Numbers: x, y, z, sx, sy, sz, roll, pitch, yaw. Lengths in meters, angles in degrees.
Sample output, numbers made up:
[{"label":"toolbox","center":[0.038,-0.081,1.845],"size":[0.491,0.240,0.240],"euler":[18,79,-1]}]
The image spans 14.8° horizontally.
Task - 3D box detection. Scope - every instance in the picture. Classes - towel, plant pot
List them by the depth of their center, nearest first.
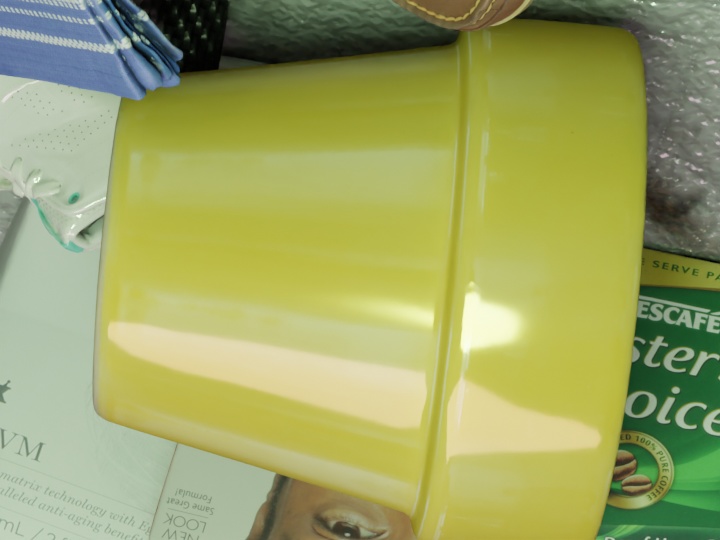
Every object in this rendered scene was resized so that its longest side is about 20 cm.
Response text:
[{"label":"towel","center":[-0.148,-0.146,0.977],"size":[0.145,0.024,0.200],"euler":[13,140,56]},{"label":"plant pot","center":[0.000,0.000,1.039],"size":[0.189,0.201,0.201],"euler":[6,150,-2]}]

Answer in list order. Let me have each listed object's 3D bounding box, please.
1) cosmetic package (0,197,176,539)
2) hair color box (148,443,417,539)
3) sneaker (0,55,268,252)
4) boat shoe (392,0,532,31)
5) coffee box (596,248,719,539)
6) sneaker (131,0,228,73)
[{"label":"cosmetic package","center":[-0.086,0.079,1.240],"size":[0.199,0.200,0.123],"euler":[21,147,-10]},{"label":"hair color box","center":[-0.012,0.053,1.160],"size":[0.111,0.200,0.064],"euler":[15,150,1]},{"label":"sneaker","center":[-0.123,-0.046,1.160],"size":[0.200,0.089,0.075],"euler":[3,149,21]},{"label":"boat shoe","center":[-0.028,-0.145,0.883],"size":[0.200,0.068,0.072],"euler":[45,132,9]},{"label":"coffee box","center":[0.111,0.081,1.153],"size":[0.123,0.200,0.044],"euler":[13,147,8]},{"label":"sneaker","center":[-0.118,-0.128,1.038],"size":[0.090,0.070,0.200],"euler":[1,149,19]}]
